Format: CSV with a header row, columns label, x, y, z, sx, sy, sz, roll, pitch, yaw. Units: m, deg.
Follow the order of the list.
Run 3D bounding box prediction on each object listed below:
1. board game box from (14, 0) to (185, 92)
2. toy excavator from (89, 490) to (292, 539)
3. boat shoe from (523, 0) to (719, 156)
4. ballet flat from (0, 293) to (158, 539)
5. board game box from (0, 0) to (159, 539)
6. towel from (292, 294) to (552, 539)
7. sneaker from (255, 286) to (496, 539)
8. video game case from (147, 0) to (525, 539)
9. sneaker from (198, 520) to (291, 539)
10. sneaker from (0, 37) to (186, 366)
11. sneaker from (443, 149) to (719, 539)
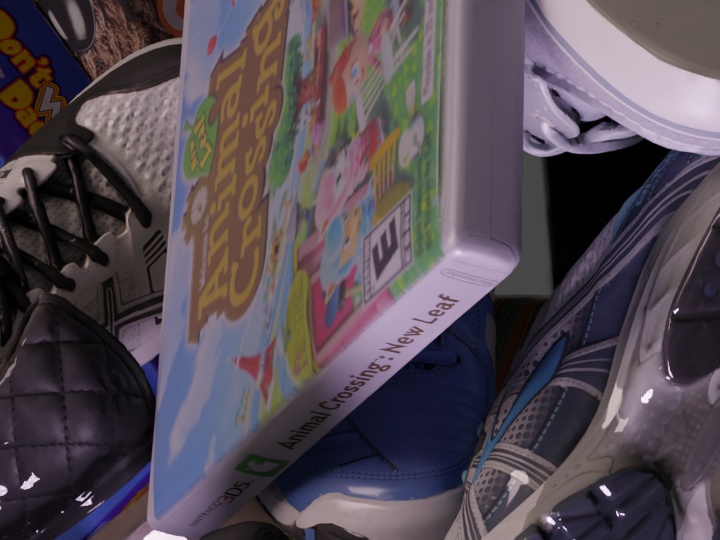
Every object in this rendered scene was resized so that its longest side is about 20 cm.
label,x,y,z,sx,sy,sz,roll,pitch,yaw
board game box,-0.095,-0.114,0.961,0.097,0.201,0.159,-33,6,-34
toy excavator,-0.112,0.132,0.830,0.194,0.100,0.201,-31,22,51
boat shoe,0.059,-0.068,0.719,0.201,0.070,0.072,-121,33,-56
ballet flat,-0.143,0.081,0.793,0.199,0.057,0.066,-36,6,5
board game box,-0.121,-0.014,0.944,0.045,0.200,0.134,-33,-7,-34
towel,0.013,0.047,0.849,0.200,0.018,0.087,1,66,63
sneaker,0.000,0.000,0.784,0.201,0.075,0.077,-100,9,-50
video game case,-0.008,-0.053,0.735,0.182,0.022,0.201,136,142,-53
sneaker,-0.056,0.147,0.682,0.075,0.115,0.201,-100,1,-49
sneaker,-0.103,0.010,0.831,0.200,0.076,0.088,-47,-8,0
sneaker,0.063,0.052,0.697,0.201,0.077,0.086,-56,21,2
